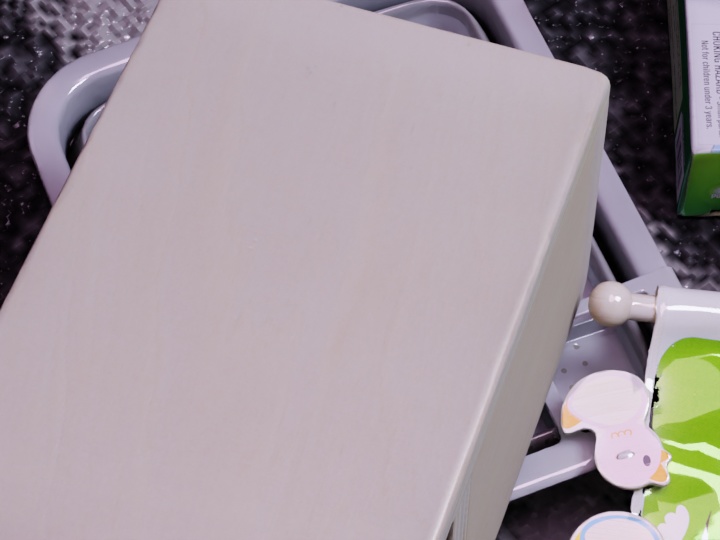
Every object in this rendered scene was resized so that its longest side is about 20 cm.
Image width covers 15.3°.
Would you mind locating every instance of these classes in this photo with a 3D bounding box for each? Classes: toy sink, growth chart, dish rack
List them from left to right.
[{"bbox_3d":[-0.023,0.036,0.736,0.130,0.112,0.200,15,55,10],"label":"toy sink"},{"bbox_3d":[0.000,0.000,0.847,0.171,0.044,0.200,-19,61,-10],"label":"dish rack"},{"bbox_3d":[0.132,0.097,0.773,0.144,0.018,0.201,-1,71,-8],"label":"growth chart"}]

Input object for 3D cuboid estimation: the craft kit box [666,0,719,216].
[{"bbox_3d":[0.203,-0.109,0.913,0.197,0.049,0.201,1,59,-2],"label":"craft kit box"}]
